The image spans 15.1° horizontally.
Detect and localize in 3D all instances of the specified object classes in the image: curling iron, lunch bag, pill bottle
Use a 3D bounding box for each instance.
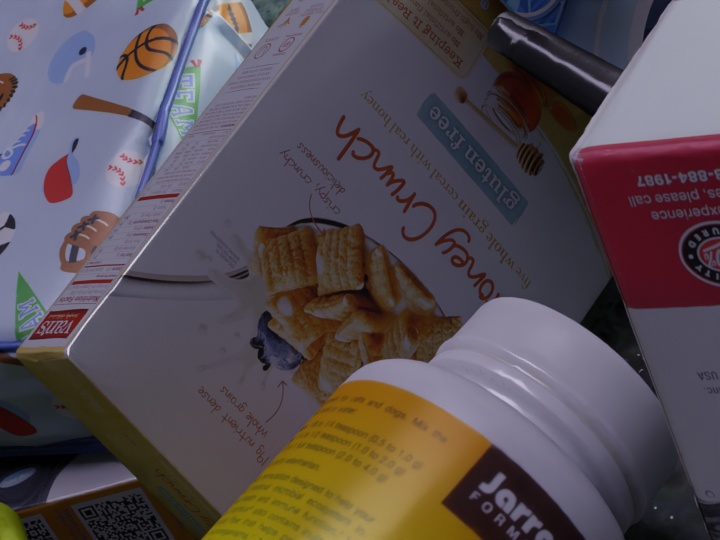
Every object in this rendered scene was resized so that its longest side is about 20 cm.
[{"bbox_3d":[0.113,-0.018,0.810,0.200,0.026,0.050,40,108,20],"label":"curling iron"},{"bbox_3d":[-0.114,-0.027,0.988,0.160,0.076,0.201,-7,49,32],"label":"lunch bag"},{"bbox_3d":[0.004,0.103,0.790,0.109,0.109,0.200,17,57,46],"label":"pill bottle"}]

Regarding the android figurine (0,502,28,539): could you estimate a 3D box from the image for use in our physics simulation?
[{"bbox_3d":[-0.183,0.141,0.903,0.181,0.041,0.201,-28,49,8],"label":"android figurine"}]

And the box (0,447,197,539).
[{"bbox_3d":[-0.135,0.065,0.999,0.199,0.042,0.119,-15,38,17],"label":"box"}]

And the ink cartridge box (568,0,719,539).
[{"bbox_3d":[0.159,0.027,0.692,0.145,0.201,0.083,-5,33,31],"label":"ink cartridge box"}]

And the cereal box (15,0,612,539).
[{"bbox_3d":[0.000,0.000,0.877,0.039,0.144,0.200,-3,46,55],"label":"cereal box"}]

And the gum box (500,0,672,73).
[{"bbox_3d":[0.154,-0.090,0.831,0.170,0.045,0.200,-47,73,16],"label":"gum box"}]
